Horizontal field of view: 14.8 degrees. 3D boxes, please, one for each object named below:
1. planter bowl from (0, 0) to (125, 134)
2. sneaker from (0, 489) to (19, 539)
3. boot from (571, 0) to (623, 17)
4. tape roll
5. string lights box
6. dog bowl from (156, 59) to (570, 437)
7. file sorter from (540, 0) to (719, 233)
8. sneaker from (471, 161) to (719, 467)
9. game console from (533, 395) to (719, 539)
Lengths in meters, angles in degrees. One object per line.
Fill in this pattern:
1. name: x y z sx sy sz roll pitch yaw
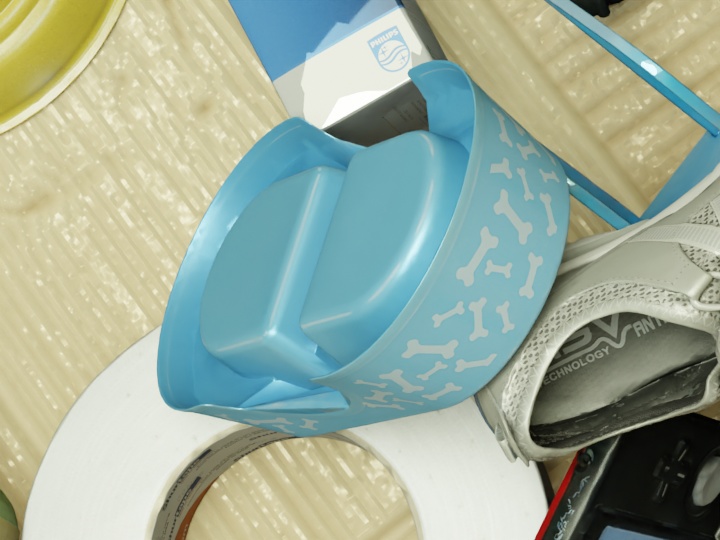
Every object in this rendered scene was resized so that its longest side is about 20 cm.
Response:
1. planter bowl: -0.190 -0.150 1.086 0.199 0.083 0.202 -1 82 8
2. sneaker: -0.194 0.035 1.050 0.200 0.067 0.090 27 84 30
3. boot: 0.150 -0.200 1.051 0.167 0.076 0.201 -3 77 10
4. tape roll: -0.024 0.110 1.035 0.199 0.066 0.202 -1 81 8
5. string lights box: -0.033 -0.140 1.053 0.059 0.103 0.201 -30 78 6
6. dog bowl: 0.000 0.000 0.928 0.049 0.200 0.112 27 69 -24
7. file sorter: 0.144 -0.095 0.971 0.122 0.139 0.200 36 96 -23
8. sneaker: 0.125 0.008 0.878 0.199 0.082 0.075 -31 115 13
9. game console: 0.122 0.164 0.966 0.118 0.172 0.201 28 94 32
